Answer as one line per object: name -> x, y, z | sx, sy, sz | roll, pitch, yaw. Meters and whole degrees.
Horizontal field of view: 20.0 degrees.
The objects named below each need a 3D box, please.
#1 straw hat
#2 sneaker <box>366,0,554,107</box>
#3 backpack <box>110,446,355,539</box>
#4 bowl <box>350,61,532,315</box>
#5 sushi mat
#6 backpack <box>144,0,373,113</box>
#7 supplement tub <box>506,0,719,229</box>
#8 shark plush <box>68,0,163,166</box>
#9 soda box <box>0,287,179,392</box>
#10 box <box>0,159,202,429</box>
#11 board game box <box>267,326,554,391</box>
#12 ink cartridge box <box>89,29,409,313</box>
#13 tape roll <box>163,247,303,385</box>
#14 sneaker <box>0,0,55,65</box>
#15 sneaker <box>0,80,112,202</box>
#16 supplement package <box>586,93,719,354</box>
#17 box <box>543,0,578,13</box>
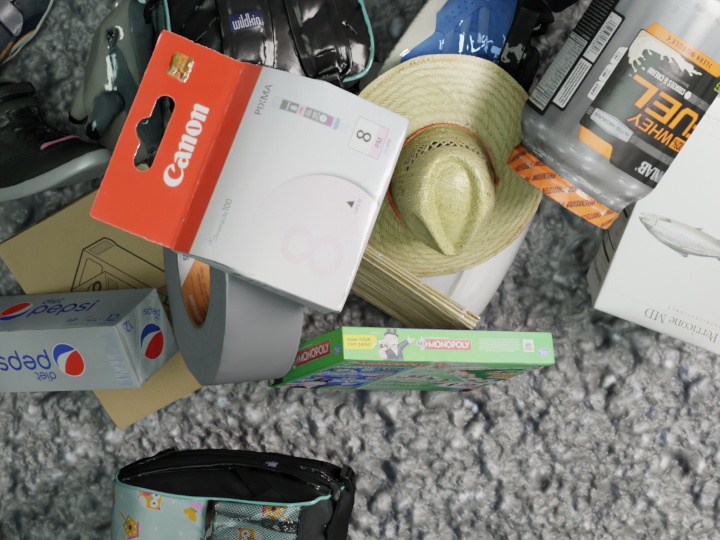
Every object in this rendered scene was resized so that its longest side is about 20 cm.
straw hat -> 0.067, -0.064, 1.626 | 0.201, 0.085, 0.201 | -4, 119, -8
sneaker -> 0.085, -0.167, 1.683 | 0.111, 0.077, 0.200 | 34, 67, 1
backpack -> -0.118, 0.229, 1.763 | 0.200, 0.176, 0.154 | 11, 98, 7
bowl -> 0.047, -0.057, 1.743 | 0.200, 0.075, 0.200 | 24, 103, -1
sushi mat -> 0.000, 0.000, 1.693 | 0.200, 0.096, 0.012 | 33, 69, -5
backpack -> -0.092, -0.226, 1.663 | 0.175, 0.153, 0.200 | -12, 89, -10
supplement tub -> 0.206, -0.140, 1.579 | 0.122, 0.123, 0.200 | 32, 100, -1
shark plush -> -0.191, -0.187, 1.762 | 0.083, 0.091, 0.201 | 11, 88, -22
soda box -> -0.258, 0.061, 1.752 | 0.200, 0.068, 0.064 | -4, 117, 32
box -> -0.199, 0.024, 1.790 | 0.163, 0.021, 0.200 | -28, 104, 16
board game box -> 0.041, 0.075, 1.695 | 0.200, 0.135, 0.029 | 3, 75, -30
ink cartridge box -> -0.081, -0.076, 1.546 | 0.200, 0.057, 0.163 | 23, 79, -15
tape roll -> -0.106, -0.008, 1.662 | 0.066, 0.200, 0.201 | -4, 102, -19
sneaker -> -0.329, -0.205, 1.748 | 0.078, 0.079, 0.200 | 38, 101, -1
sneaker -> -0.279, -0.114, 1.722 | 0.071, 0.200, 0.099 | -15, 95, -37
supplement package -> 0.279, -0.051, 1.697 | 0.117, 0.117, 0.200 | 20, 103, -1
box -> 0.190, -0.344, 1.632 | 0.200, 0.117, 0.197 | -28, 85, 10
